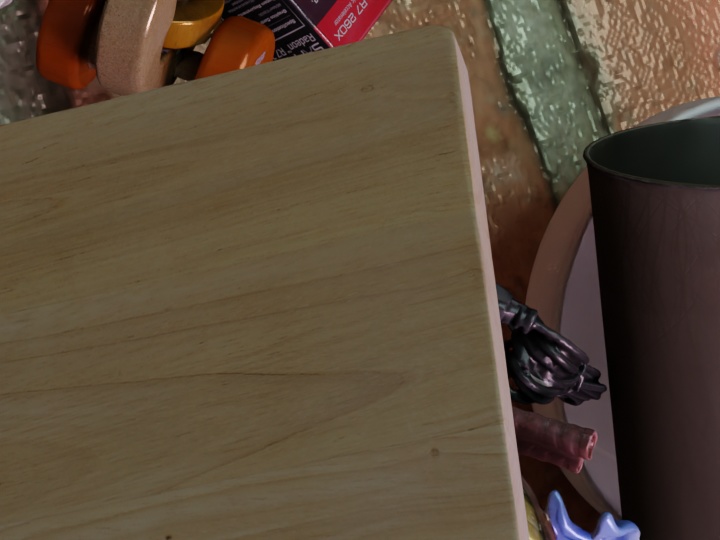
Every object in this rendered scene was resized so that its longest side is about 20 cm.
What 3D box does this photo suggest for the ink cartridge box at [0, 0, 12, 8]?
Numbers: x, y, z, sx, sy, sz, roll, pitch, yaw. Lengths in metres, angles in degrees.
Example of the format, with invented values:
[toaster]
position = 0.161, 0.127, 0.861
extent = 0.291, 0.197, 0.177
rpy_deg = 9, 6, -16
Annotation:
[ink cartridge box]
position = -0.189, -0.189, 0.827
extent = 0.199, 0.083, 0.146
rpy_deg = 29, 74, -20

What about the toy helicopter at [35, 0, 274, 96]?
[toy helicopter]
position = -0.049, -0.154, 0.879
extent = 0.079, 0.132, 0.201
rpy_deg = 21, 66, 8

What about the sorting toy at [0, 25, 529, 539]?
[sorting toy]
position = -0.051, 0.048, 0.704
extent = 0.070, 0.199, 0.200
rpy_deg = 60, 21, -58

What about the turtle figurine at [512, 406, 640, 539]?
[turtle figurine]
position = -0.025, 0.101, 0.829
extent = 0.194, 0.200, 0.144
rpy_deg = 46, 24, -8

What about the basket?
[basket]
position = 0.165, 0.049, 0.958
extent = 0.180, 0.136, 0.201
rpy_deg = -10, 107, -38

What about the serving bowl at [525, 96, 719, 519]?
[serving bowl]
position = 0.146, 0.021, 1.055
extent = 0.199, 0.066, 0.201
rpy_deg = -5, 100, -30

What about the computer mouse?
[computer mouse]
position = 0.000, 0.000, 0.903
extent = 0.200, 0.140, 0.046
rpy_deg = 35, 90, 7

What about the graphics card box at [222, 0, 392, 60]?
[graphics card box]
position = -0.051, -0.187, 0.981
extent = 0.200, 0.051, 0.126
rpy_deg = 47, 57, -17
